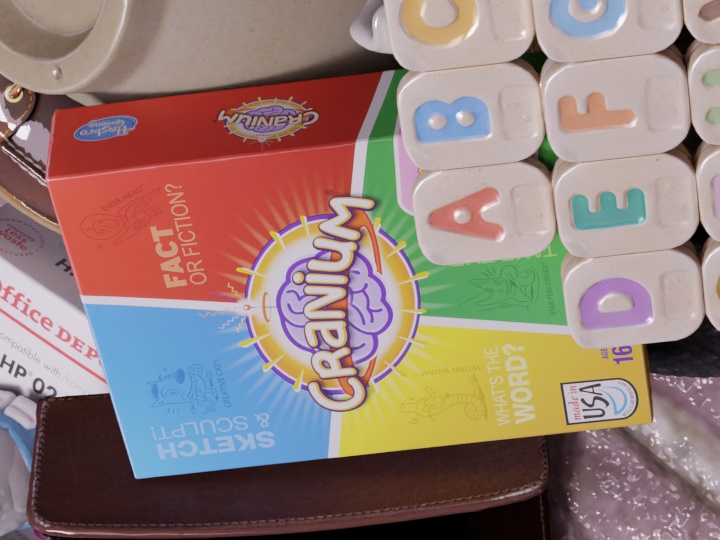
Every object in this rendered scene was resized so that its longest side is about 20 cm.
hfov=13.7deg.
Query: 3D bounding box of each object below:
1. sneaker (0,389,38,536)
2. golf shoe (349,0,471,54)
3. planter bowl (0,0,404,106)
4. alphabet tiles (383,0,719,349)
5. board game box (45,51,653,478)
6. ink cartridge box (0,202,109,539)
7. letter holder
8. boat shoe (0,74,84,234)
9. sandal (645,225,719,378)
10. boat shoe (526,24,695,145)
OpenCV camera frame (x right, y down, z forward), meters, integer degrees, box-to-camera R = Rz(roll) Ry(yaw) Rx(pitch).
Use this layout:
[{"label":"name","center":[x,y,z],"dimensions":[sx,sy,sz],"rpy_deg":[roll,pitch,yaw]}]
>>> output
[{"label":"sneaker","center":[-0.220,0.090,1.259],"dimensions":[0.200,0.087,0.075],"rpy_deg":[-5,107,36]},{"label":"golf shoe","center":[0.020,-0.170,1.013],"dimensions":[0.077,0.088,0.201],"rpy_deg":[-13,94,63]},{"label":"planter bowl","center":[-0.074,-0.135,1.100],"dimensions":[0.200,0.135,0.201],"rpy_deg":[21,119,42]},{"label":"alphabet tiles","center":[0.110,-0.059,1.002],"dimensions":[0.195,0.015,0.200],"rpy_deg":[-6,125,5]},{"label":"board game box","center":[0.000,0.000,1.091],"dimensions":[0.199,0.040,0.153],"rpy_deg":[-7,131,7]},{"label":"ink cartridge box","center":[-0.125,0.046,1.277],"dimensions":[0.115,0.068,0.200],"rpy_deg":[32,123,15]},{"label":"letter holder","center":[-0.024,0.123,1.152],"dimensions":[0.199,0.142,0.101],"rpy_deg":[-4,125,2]},{"label":"boat shoe","center":[-0.150,-0.087,1.223],"dimensions":[0.200,0.070,0.070],"rpy_deg":[39,160,9]},{"label":"sandal","center":[0.072,-0.013,1.148],"dimensions":[0.199,0.045,0.075],"rpy_deg":[16,134,6]},{"label":"boat shoe","center":[0.076,-0.131,1.095],"dimensions":[0.066,0.074,0.201],"rpy_deg":[8,111,54]}]
